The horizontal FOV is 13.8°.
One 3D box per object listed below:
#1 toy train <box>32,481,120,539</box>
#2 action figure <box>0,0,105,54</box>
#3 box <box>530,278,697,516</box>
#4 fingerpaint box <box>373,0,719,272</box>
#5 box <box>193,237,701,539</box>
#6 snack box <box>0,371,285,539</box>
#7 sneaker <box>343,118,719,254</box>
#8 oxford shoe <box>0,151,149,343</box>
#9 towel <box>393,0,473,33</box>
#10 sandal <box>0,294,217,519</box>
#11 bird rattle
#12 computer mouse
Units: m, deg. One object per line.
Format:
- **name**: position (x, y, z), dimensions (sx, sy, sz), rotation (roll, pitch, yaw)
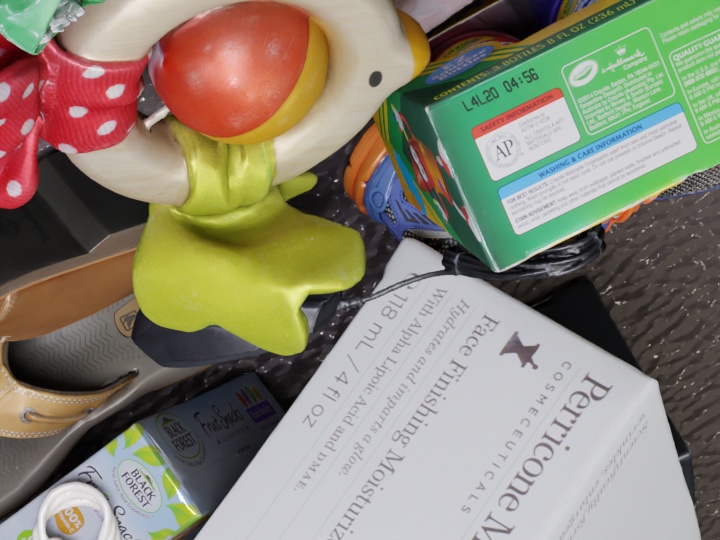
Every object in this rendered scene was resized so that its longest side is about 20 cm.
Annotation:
- **toy train**: position (-0.203, 0.124, 1.185), dimensions (0.056, 0.199, 0.151), rotation (-43, 145, -77)
- **action figure**: position (-0.037, -0.137, 0.968), dimensions (0.200, 0.055, 0.118), rotation (-35, 168, 3)
- **box**: position (0.059, 0.135, 1.484), dimensions (0.196, 0.118, 0.200), rotation (-25, 147, -7)
- **fingerpaint box**: position (0.109, -0.087, 1.167), dimensions (0.199, 0.167, 0.074), rotation (-26, 104, -4)
- **box**: position (0.033, 0.130, 1.259), dimensions (0.199, 0.130, 0.200), rotation (-54, 156, -15)
- **snack box**: position (-0.110, 0.112, 1.301), dimensions (0.142, 0.053, 0.200), rotation (-38, 176, 13)
- **sneaker**: position (0.091, -0.034, 1.307), dimensions (0.199, 0.079, 0.075), rotation (-12, 145, -25)
- **oxford shoe**: position (-0.153, 0.006, 1.175), dimensions (0.199, 0.071, 0.071), rotation (-14, 141, -25)
- **towel**: position (0.028, -0.160, 1.096), dimensions (0.191, 0.032, 0.200), rotation (-34, 150, -7)
- **sandal**: position (-0.126, 0.041, 1.232), dimensions (0.199, 0.082, 0.055), rotation (-28, 168, -7)
- **bird rattle**: position (-0.068, -0.070, 1.070), dimensions (0.163, 0.113, 0.200), rotation (-38, 131, 18)
- **computer mouse**: position (0.000, 0.000, 1.186), dimensions (0.199, 0.034, 0.059), rotation (-13, -165, 13)
